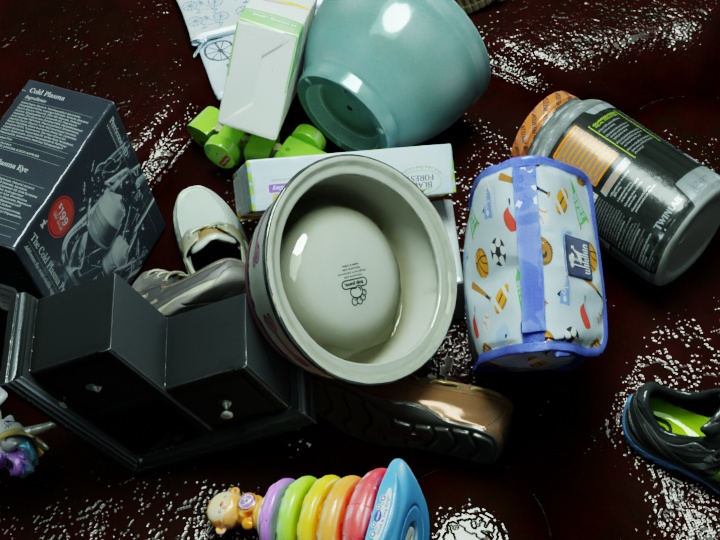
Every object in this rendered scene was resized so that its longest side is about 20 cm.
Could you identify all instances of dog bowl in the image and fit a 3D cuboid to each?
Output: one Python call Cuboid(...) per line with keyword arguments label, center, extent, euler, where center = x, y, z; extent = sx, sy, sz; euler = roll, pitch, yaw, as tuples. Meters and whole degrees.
Cuboid(label="dog bowl", center=(-0.014, 0.004, 1.048), extent=(0.198, 0.074, 0.203), euler=(9, 74, -32))

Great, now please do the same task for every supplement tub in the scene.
Cuboid(label="supplement tub", center=(0.253, -0.087, 1.181), extent=(0.122, 0.123, 0.200), euler=(-39, 61, -19))

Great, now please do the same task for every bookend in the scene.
Cuboid(label="bookend", center=(-0.169, 0.079, 1.039), extent=(0.198, 0.199, 0.093), euler=(-17, 53, 17))

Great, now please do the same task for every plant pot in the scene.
Cuboid(label="plant pot", center=(0.017, -0.203, 1.244), extent=(0.199, 0.201, 0.135), euler=(29, 67, 23))

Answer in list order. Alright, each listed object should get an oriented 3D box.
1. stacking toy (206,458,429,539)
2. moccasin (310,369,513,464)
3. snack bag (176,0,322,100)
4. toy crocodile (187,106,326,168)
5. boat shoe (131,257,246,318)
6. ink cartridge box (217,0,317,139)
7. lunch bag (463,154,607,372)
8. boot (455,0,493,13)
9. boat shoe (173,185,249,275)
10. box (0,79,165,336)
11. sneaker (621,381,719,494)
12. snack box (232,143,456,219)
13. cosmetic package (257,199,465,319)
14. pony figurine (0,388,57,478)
Cuboid(label="stacking toy", center=(-0.047, 0.218, 1.034), extent=(0.198, 0.110, 0.117), euler=(5, 58, 23))
Cuboid(label="moccasin", center=(0.042, 0.116, 1.099), extent=(0.199, 0.074, 0.078), euler=(8, 43, 16))
Cuboid(label="snack bag", center=(-0.115, -0.297, 1.427), extent=(0.187, 0.021, 0.201), euler=(-18, 56, -6))
Cuboid(label="toy crocodile", center=(-0.101, -0.127, 1.293), extent=(0.198, 0.062, 0.068), euler=(21, 60, 14))
Cuboid(label="boat shoe", center=(-0.190, 0.033, 1.133), extent=(0.199, 0.074, 0.074), euler=(-30, 62, 23))
Cuboid(label="ink cartridge box", center=(-0.094, -0.234, 1.273), extent=(0.067, 0.118, 0.201), euler=(14, 28, -2))
Cuboid(label="lunch bag", center=(0.152, 0.002, 1.057), extent=(0.122, 0.200, 0.172), euler=(-4, 79, 5))
Cuboid(label="boot", center=(0.070, -0.382, 1.431), extent=(0.197, 0.073, 0.168), euler=(-9, 57, 5))
Cuboid(label="boat shoe", center=(-0.145, -0.019, 1.212), extent=(0.074, 0.069, 0.201), euler=(-23, 56, -9))
Cuboid(label="box", center=(-0.298, -0.046, 1.169), extent=(0.103, 0.201, 0.183), euler=(15, 59, 18))
Cuboid(label="sneaker", center=(0.323, 0.153, 1.034), extent=(0.198, 0.083, 0.071), euler=(21, 61, 19))
Cuboid(label="snack box", center=(-0.020, -0.086, 1.177), extent=(0.198, 0.142, 0.054), euler=(-6, 91, -12))
Cuboid(label="cosmetic package", center=(0.000, 0.000, 1.181), extent=(0.197, 0.072, 0.102), euler=(-6, 56, 2))
Cuboid(label="pony figurine", center=(-0.394, 0.155, 1.091), extent=(0.192, 0.168, 0.199), euler=(-33, 43, -24))
